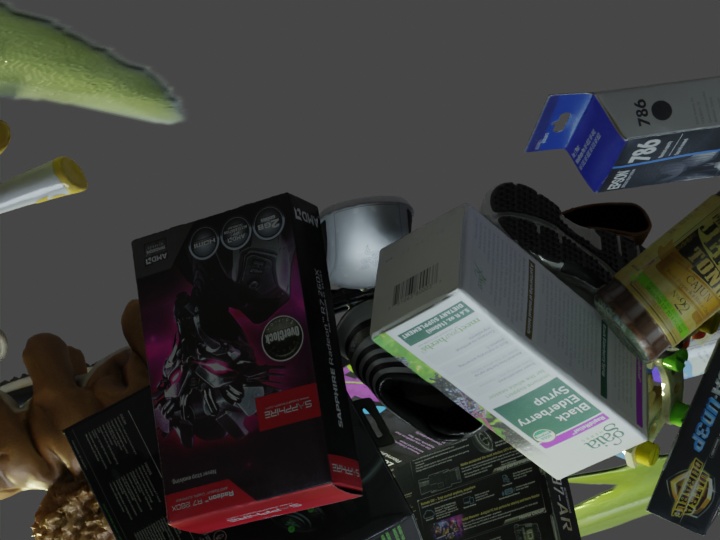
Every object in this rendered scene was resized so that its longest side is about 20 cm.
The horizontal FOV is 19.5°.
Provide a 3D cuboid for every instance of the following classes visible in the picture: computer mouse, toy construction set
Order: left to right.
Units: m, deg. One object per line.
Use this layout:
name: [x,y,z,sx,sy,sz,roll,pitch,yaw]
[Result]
computer mouse: [0.000,0.000,1.480,0.109,0.044,0.200,-7,163,-3]
toy construction set: [0.238,0.048,1.588,0.092,0.131,0.200,11,-150,21]

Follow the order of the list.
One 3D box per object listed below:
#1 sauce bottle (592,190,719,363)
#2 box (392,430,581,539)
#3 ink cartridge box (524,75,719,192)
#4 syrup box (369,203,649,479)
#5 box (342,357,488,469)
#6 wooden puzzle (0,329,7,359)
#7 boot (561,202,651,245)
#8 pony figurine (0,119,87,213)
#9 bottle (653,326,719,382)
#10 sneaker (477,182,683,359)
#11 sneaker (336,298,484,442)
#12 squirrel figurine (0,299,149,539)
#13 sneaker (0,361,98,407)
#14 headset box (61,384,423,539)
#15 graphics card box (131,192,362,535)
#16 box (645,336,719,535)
sauce bottle: [0.247,-0.022,1.397,0.200,0.065,0.065,-41,160,-1]
box: [0.080,0.216,1.742,0.200,0.161,0.044,-22,157,26]
ink cartridge box: [0.209,-0.088,1.321,0.199,0.039,0.099,-7,163,-6]
syrup box: [0.103,0.051,1.399,0.079,0.082,0.200,-28,128,33]
box: [0.013,0.101,1.625,0.143,0.036,0.200,30,140,-35]
wooden puzzle: [-0.378,0.069,1.497,0.185,0.046,0.200,-16,161,20]
boot: [0.114,0.018,1.562,0.188,0.069,0.200,-6,161,-2]
pony figurine: [-0.273,-0.026,1.122,0.200,0.167,0.193,-31,165,15]
bottle: [0.326,0.039,1.737,0.200,0.065,0.084,-17,160,24]
sneaker: [0.143,0.009,1.463,0.200,0.074,0.080,30,132,-26]
sneaker: [0.084,0.087,1.488,0.200,0.115,0.076,10,121,-26]
squirrel figurine: [-0.213,0.145,1.563,0.186,0.200,0.142,-20,171,-8]
sneaker: [-0.210,0.125,1.687,0.200,0.090,0.070,-9,163,-3]
headset box: [-0.073,0.146,1.445,0.200,0.174,0.093,-29,159,-4]
graphics card box: [-0.076,0.061,1.372,0.125,0.200,0.051,-16,162,24]
box: [0.261,0.100,1.489,0.046,0.159,0.200,24,-177,13]
